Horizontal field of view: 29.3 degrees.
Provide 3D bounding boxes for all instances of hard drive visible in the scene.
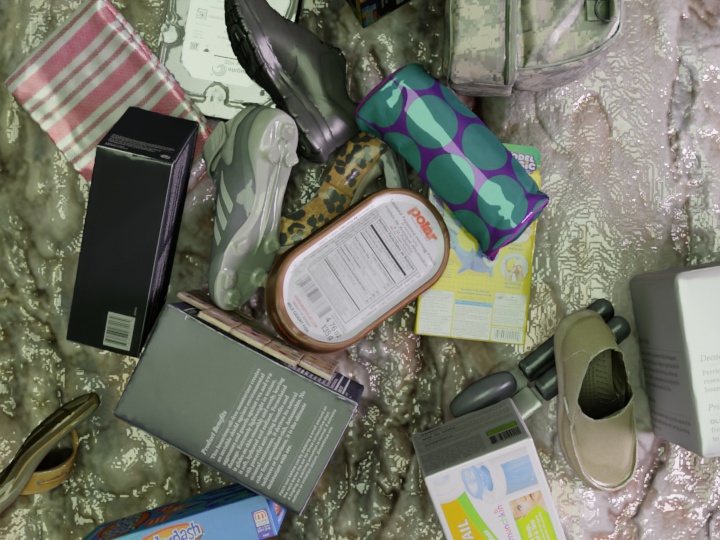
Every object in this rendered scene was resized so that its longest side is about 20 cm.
[{"bbox_3d":[-0.134,-0.254,1.414,0.139,0.038,0.201,11,90,2],"label":"hard drive"}]

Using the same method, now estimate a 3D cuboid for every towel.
[{"bbox_3d":[-0.255,-0.163,1.396,0.146,0.030,0.200,-39,90,17],"label":"towel"}]

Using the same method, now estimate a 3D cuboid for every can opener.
[{"bbox_3d":[0.184,0.102,1.388,0.200,0.067,0.053,-36,62,-4],"label":"can opener"}]

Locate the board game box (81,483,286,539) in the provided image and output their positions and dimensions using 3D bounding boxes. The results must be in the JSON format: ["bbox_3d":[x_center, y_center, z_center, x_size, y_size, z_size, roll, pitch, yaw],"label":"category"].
[{"bbox_3d":[-0.176,0.255,1.351,0.199,0.152,0.045,-18,89,0],"label":"board game box"}]

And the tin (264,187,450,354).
[{"bbox_3d":[0.000,0.000,1.331,0.200,0.042,0.112,-36,98,-19],"label":"tin"}]

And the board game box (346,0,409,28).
[{"bbox_3d":[0.055,-0.319,1.330,0.165,0.200,0.057,-32,87,0],"label":"board game box"}]

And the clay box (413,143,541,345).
[{"bbox_3d":[0.119,-0.029,1.401,0.114,0.048,0.201,6,88,1],"label":"clay box"}]

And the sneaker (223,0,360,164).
[{"bbox_3d":[-0.065,-0.208,1.367,0.091,0.076,0.201,-33,98,-15],"label":"sneaker"}]

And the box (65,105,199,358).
[{"bbox_3d":[-0.219,-0.040,1.329,0.078,0.141,0.201,14,111,1],"label":"box"}]

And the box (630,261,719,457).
[{"bbox_3d":[0.383,0.072,1.319,0.199,0.199,0.172,-10,89,-1],"label":"box"}]

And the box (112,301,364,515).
[{"bbox_3d":[-0.111,0.126,1.328,0.198,0.200,0.124,28,90,2],"label":"box"}]

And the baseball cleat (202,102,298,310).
[{"bbox_3d":[-0.120,-0.065,1.353,0.106,0.070,0.201,22,93,42],"label":"baseball cleat"}]

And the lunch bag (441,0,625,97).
[{"bbox_3d":[0.167,-0.240,1.331,0.167,0.200,0.140,4,92,5],"label":"lunch bag"}]

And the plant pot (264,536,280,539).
[{"bbox_3d":[-0.129,0.362,1.325,0.185,0.200,0.188,0,90,2],"label":"plant pot"}]

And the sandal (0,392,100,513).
[{"bbox_3d":[-0.327,0.203,1.396,0.054,0.080,0.200,40,92,-14],"label":"sandal"}]

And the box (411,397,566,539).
[{"bbox_3d":[0.136,0.248,1.343,0.112,0.101,0.201,-21,107,1],"label":"box"}]

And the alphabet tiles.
[{"bbox_3d":[-0.099,0.060,1.327,0.166,0.200,0.008,28,91,1],"label":"alphabet tiles"}]

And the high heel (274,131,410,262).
[{"bbox_3d":[-0.048,-0.088,1.401,0.199,0.071,0.143,-12,80,1],"label":"high heel"}]

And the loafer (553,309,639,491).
[{"bbox_3d":[0.234,0.140,1.360,0.075,0.068,0.201,-19,113,-7],"label":"loafer"}]

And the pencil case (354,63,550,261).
[{"bbox_3d":[0.088,-0.107,1.337,0.200,0.085,0.092,46,128,1],"label":"pencil case"}]
